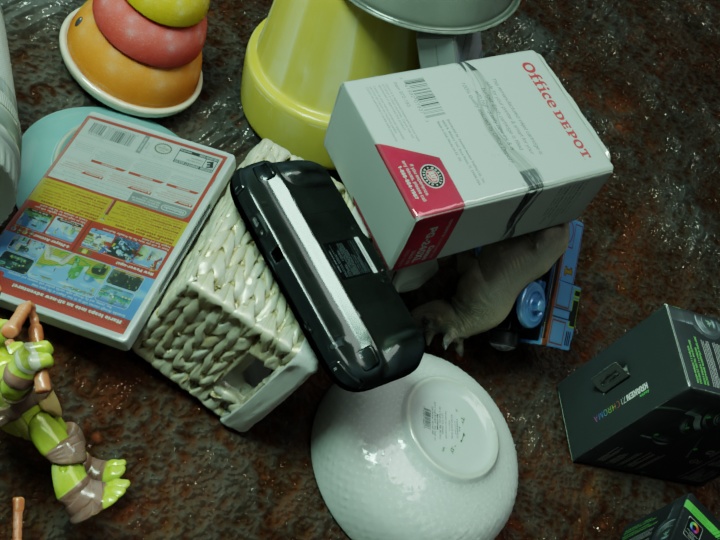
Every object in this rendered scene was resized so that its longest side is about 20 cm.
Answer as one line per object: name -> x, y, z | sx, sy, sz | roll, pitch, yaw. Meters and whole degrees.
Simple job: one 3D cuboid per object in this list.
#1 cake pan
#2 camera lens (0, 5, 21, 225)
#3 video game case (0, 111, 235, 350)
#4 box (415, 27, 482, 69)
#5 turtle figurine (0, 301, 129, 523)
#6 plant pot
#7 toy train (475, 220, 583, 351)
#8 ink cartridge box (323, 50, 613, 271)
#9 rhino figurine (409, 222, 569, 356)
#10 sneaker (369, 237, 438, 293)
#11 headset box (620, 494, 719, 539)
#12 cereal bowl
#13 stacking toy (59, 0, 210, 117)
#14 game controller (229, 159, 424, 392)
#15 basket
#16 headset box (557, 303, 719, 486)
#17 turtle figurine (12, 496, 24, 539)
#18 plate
cake pan -> 0.061, -0.297, 0.893 | 0.199, 0.037, 0.201 | 7, 51, -8
camera lens -> -0.345, -0.134, 0.725 | 0.159, 0.160, 0.201 | 1, 57, -34
video game case -> -0.207, -0.040, 0.785 | 0.142, 0.017, 0.201 | 18, 56, 10
box -> 0.097, -0.201, 0.981 | 0.041, 0.201, 0.157 | 3, 50, 13
turtle figurine -> -0.221, 0.091, 0.645 | 0.064, 0.200, 0.162 | -36, 102, -23
plant pot -> -0.016, -0.238, 0.974 | 0.199, 0.189, 0.202 | 6, 51, -7
toy train -> 0.175, -0.015, 0.981 | 0.114, 0.086, 0.202 | 15, 84, -47
ink cartridge box -> 0.091, -0.099, 0.823 | 0.199, 0.084, 0.146 | -14, 62, -25
rhino figurine -> 0.113, 0.007, 0.900 | 0.087, 0.200, 0.060 | 45, 9, 24
sneaker -> 0.000, 0.000, 0.906 | 0.200, 0.075, 0.088 | -42, 112, -55
headset box -> 0.301, 0.329, 0.852 | 0.174, 0.093, 0.200 | 45, 44, 2
cereal bowl -> 0.060, 0.154, 0.839 | 0.199, 0.083, 0.201 | 19, 49, -23
stacking toy -> -0.186, -0.256, 0.897 | 0.145, 0.200, 0.147 | 19, 46, -22
game controller -> -0.024, -0.002, 0.743 | 0.104, 0.042, 0.201 | -7, 63, -54
basket -> -0.087, 0.007, 0.806 | 0.123, 0.136, 0.201 | 34, 45, -13
headset box -> 0.324, 0.132, 0.972 | 0.199, 0.174, 0.093 | 14, 51, -24
turtle figurine -> -0.317, 0.134, 0.605 | 0.201, 0.064, 0.161 | 59, 29, 8
plate -> -0.212, -0.077, 0.869 | 0.199, 0.026, 0.201 | 19, 48, -23
